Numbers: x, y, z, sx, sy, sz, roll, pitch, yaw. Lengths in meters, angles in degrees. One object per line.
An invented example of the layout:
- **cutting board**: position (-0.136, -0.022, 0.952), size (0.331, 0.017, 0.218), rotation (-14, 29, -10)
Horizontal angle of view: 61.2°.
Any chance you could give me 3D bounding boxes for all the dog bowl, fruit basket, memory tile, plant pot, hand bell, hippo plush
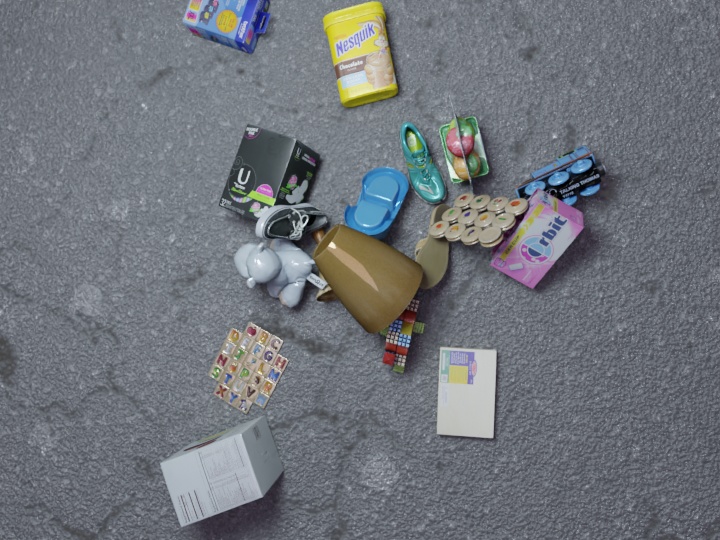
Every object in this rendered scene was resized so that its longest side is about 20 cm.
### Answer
- **dog bowl**: position (0.038, -0.146, 1.387), size (0.110, 0.050, 0.202), rotation (19, 60, 15)
- **fruit basket**: position (0.230, -0.271, 1.332), size (0.092, 0.200, 0.188), rotation (-14, 87, 8)
- **memory tile**: position (0.252, -0.114, 1.323), size (0.153, 0.199, 0.017), rotation (-46, 124, -22)
- **plant pot**: position (0.000, 0.000, 1.297), size (0.199, 0.186, 0.187), rotation (39, 94, -18)
- **hand bell**: position (-0.082, -0.039, 1.439), size (0.103, 0.104, 0.203), rotation (-20, 74, 6)
- **hippo plush**: position (-0.197, 0.009, 1.369), size (0.199, 0.159, 0.162), rotation (23, 109, 41)

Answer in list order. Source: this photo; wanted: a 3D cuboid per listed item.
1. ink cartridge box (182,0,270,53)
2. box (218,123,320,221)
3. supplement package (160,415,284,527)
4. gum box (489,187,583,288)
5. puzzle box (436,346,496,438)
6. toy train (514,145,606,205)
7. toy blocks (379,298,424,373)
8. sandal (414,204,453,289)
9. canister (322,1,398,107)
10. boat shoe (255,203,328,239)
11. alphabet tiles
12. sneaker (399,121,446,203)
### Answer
- **ink cartridge box**: position (-0.308, -0.618, 1.470), size (0.197, 0.076, 0.138), rotation (20, 92, 5)
- **box**: position (-0.209, -0.210, 1.410), size (0.147, 0.124, 0.203), rotation (22, 91, 24)
- **supplement package**: position (-0.309, 0.450, 1.392), size (0.197, 0.191, 0.149), rotation (-21, 86, 6)
- **gum box**: position (0.376, -0.063, 1.325), size (0.112, 0.066, 0.201), rotation (27, 128, -2)
- **puzzle box**: position (0.245, 0.279, 1.409), size (0.131, 0.025, 0.204), rotation (3, 89, 8)
- **toy train**: position (0.437, -0.193, 1.348), size (0.198, 0.115, 0.087), rotation (-25, 116, 13)
- **toy blocks**: position (0.091, 0.136, 1.374), size (0.098, 0.137, 0.203), rotation (13, 91, 7)
- **sandal**: position (0.161, -0.047, 1.410), size (0.077, 0.070, 0.215), rotation (24, 71, -15)
- **canister**: position (0.003, -0.500, 1.423), size (0.146, 0.087, 0.203), rotation (-12, 89, 7)
- **boat shoe**: position (-0.147, -0.103, 1.358), size (0.067, 0.198, 0.075), rotation (24, 111, 28)
- **alphabet tiles**: position (-0.274, 0.237, 1.484), size (0.165, 0.006, 0.202), rotation (28, 92, 7)
- **sneaker**: position (0.136, -0.247, 1.404), size (0.077, 0.080, 0.202), rotation (-25, 87, 6)
